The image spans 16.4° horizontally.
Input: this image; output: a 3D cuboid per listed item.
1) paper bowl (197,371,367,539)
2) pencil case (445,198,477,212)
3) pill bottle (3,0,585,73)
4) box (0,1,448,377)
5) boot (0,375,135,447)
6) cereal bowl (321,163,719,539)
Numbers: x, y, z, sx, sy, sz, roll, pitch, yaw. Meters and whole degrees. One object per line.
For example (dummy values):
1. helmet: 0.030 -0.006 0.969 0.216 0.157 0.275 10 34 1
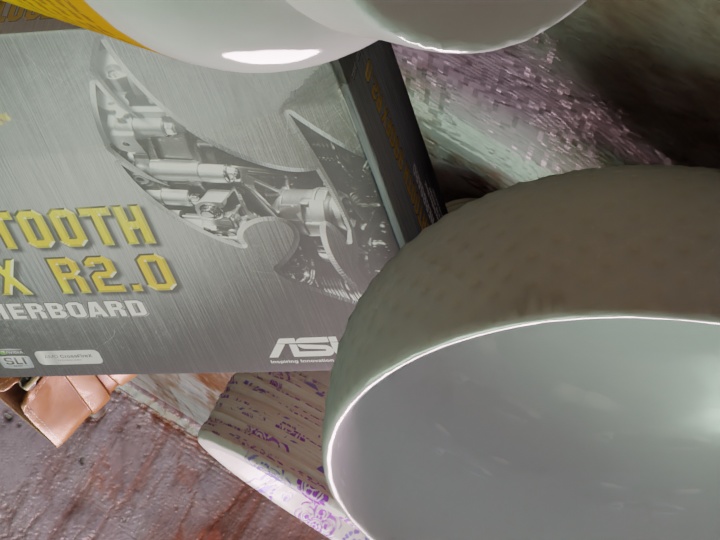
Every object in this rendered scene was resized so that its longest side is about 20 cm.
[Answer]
1. paper bowl: 0.009 0.112 1.505 0.200 0.105 0.201 32 172 5
2. pencil case: 0.000 0.000 1.004 0.089 0.078 0.200 14 -179 -29
3. pill bottle: -0.038 -0.100 0.476 0.199 0.113 0.113 21 166 49
4. box: -0.081 -0.034 0.776 0.199 0.049 0.159 -2 140 17
5. boot: -0.113 0.027 1.289 0.200 0.155 0.074 35 170 -20
6. cereal bowl: 0.089 0.030 0.734 0.198 0.084 0.200 6 150 4
